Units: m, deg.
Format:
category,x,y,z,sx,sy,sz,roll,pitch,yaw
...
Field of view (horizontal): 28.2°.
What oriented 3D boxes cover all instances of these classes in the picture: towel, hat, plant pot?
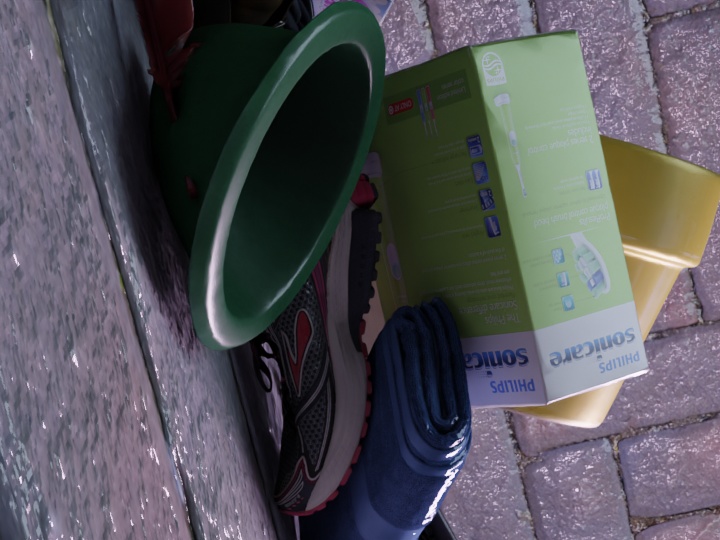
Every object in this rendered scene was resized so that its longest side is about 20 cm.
category,x,y,z,sx,sy,sz,roll,pitch,yaw
towel,0.015,0.120,0.849,0.201,0.048,0.112,116,-24,-43
hat,-0.097,-0.087,0.699,0.201,0.175,0.166,-61,163,-14
plant pot,0.130,0.000,0.998,0.201,0.198,0.191,-50,156,-87

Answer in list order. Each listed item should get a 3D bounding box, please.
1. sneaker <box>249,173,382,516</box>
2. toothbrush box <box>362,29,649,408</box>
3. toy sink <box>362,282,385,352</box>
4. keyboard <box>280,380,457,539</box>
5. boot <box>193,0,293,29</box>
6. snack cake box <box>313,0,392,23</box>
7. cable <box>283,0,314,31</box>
category,x,y,z,sx,sy,sz,roll,pitch,yaw
sneaker,-0.037,0.042,0.837,0.081,0.074,0.203,-174,-94,-72
toothbrush box,0.074,-0.025,0.850,0.145,0.085,0.203,-12,-90,57
toy sink,0.000,0.000,1.051,0.131,0.111,0.202,-62,147,-54
keyboard,0.001,0.128,0.970,0.127,0.021,0.201,3,-55,61
boot,-0.051,-0.148,0.786,0.199,0.074,0.098,26,-53,54
snack cake box,0.000,-0.232,1.119,0.116,0.067,0.200,-63,-176,-17
cable,-0.063,-0.224,0.937,0.200,0.050,0.165,80,4,-64
